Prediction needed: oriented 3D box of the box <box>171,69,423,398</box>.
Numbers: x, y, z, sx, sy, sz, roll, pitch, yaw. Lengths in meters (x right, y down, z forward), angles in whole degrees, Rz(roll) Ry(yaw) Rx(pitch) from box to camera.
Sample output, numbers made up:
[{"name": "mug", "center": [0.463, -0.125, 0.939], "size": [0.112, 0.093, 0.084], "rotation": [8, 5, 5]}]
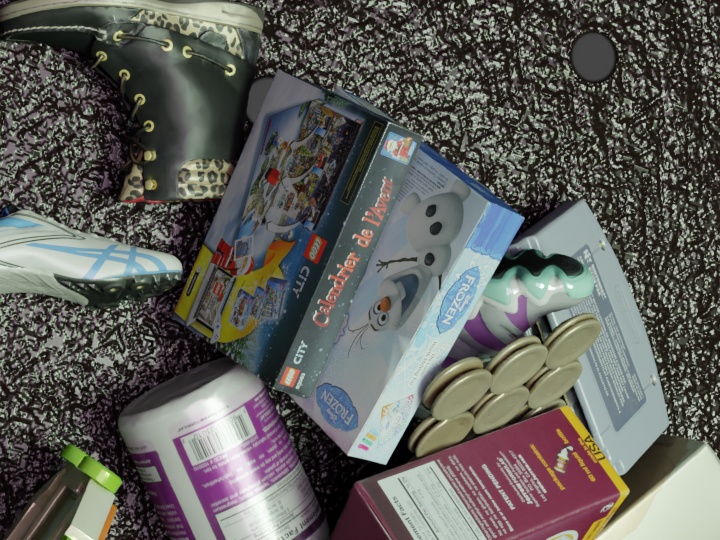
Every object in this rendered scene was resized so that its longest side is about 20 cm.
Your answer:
[{"name": "box", "center": [-0.048, -0.028, 1.317], "size": [0.038, 0.136, 0.201], "rotation": [18, 98, -43]}]

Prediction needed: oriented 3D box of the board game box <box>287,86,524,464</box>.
[{"name": "board game box", "center": [0.000, 0.000, 1.319], "size": [0.043, 0.200, 0.200], "rotation": [20, 105, -42]}]

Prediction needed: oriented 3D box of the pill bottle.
[{"name": "pill bottle", "center": [-0.090, 0.173, 1.363], "size": [0.112, 0.112, 0.201], "rotation": [-26, 99, -16]}]

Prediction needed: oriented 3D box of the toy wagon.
[{"name": "toy wagon", "center": [-0.220, 0.200, 1.273], "size": [0.039, 0.200, 0.156], "rotation": [37, 80, -16]}]

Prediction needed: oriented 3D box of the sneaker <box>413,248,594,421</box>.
[{"name": "sneaker", "center": [0.085, 0.065, 1.374], "size": [0.198, 0.078, 0.141], "rotation": [-7, 106, 22]}]

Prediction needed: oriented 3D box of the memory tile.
[{"name": "memory tile", "center": [0.093, 0.110, 1.343], "size": [0.152, 0.201, 0.017], "rotation": [-23, 60, -27]}]

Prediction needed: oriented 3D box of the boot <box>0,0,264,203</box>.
[{"name": "boot", "center": [-0.167, -0.126, 1.358], "size": [0.198, 0.073, 0.152], "rotation": [0, 90, -23]}]

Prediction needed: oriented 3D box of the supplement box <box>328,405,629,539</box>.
[{"name": "supplement box", "center": [0.079, 0.185, 1.330], "size": [0.199, 0.111, 0.086], "rotation": [-17, 57, -33]}]

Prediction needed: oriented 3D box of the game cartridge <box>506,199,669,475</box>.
[{"name": "game cartridge", "center": [0.178, 0.052, 1.451], "size": [0.133, 0.041, 0.201], "rotation": [-31, 102, -50]}]

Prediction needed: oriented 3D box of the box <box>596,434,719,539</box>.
[{"name": "box", "center": [0.203, 0.222, 1.468], "size": [0.200, 0.095, 0.078], "rotation": [-38, 101, -16]}]

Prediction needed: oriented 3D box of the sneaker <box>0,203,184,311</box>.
[{"name": "sneaker", "center": [-0.222, -0.013, 1.342], "size": [0.198, 0.072, 0.073], "rotation": [5, 70, -24]}]
